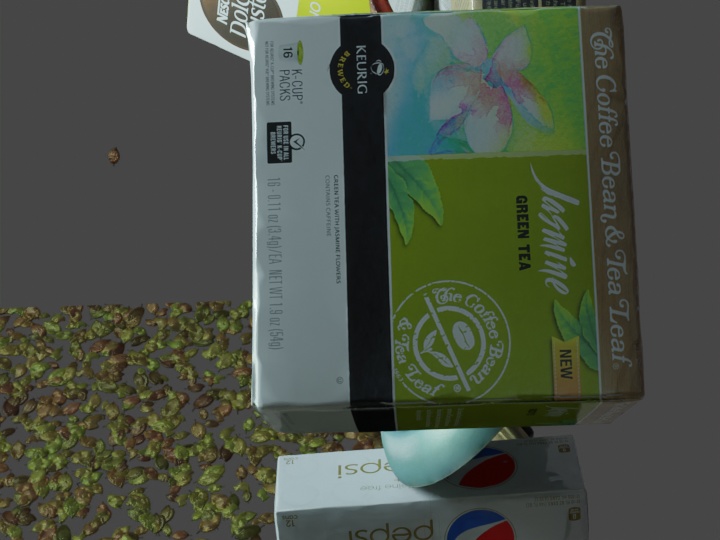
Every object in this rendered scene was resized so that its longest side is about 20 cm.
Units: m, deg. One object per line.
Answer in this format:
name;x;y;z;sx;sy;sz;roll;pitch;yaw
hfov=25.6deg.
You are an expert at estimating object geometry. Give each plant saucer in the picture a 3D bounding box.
plant saucer;0.070;0.041;0.993;0.201;0.027;0.201;-51;15;20

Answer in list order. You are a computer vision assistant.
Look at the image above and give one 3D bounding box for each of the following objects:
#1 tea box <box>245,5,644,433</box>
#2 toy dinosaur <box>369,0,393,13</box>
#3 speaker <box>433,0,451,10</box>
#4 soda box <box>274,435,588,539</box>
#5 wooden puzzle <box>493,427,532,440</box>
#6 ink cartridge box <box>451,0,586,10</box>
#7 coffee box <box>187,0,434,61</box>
tea box;0.042;-0.021;0.837;0.134;0.194;0.203;84;-176;-79
toy dinosaur;0.057;-0.098;1.140;0.105;0.180;0.202;-35;-38;-59
speaker;0.095;-0.200;1.242;0.200;0.080;0.082;87;-178;-69
soda box;0.045;0.157;1.026;0.068;0.197;0.064;-91;-4;-65
wooden puzzle;0.072;0.106;1.175;0.200;0.037;0.186;45;159;24
ink cartridge box;0.099;-0.136;1.018;0.200;0.074;0.167;75;-165;-87
coffee box;-0.009;-0.285;1.296;0.201;0.196;0.201;-57;-13;-40
